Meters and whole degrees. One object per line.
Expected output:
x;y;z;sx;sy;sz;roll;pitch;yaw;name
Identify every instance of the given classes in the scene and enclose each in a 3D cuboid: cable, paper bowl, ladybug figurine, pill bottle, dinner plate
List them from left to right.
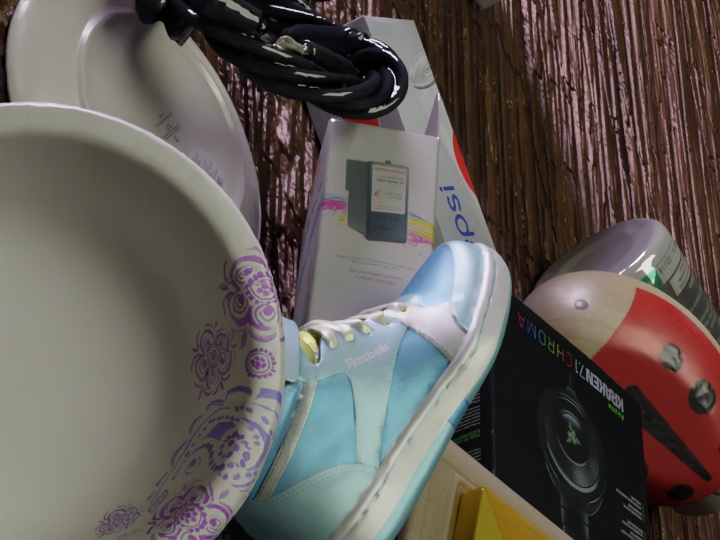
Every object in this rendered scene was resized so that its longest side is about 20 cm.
-0.134;0.042;0.733;0.104;0.199;0.202;131;-59;-74;paper bowl
-0.113;-0.076;0.987;0.200;0.024;0.202;37;42;-42;dinner plate
-0.048;-0.145;1.027;0.162;0.051;0.200;23;15;-10;cable
0.187;0.088;1.228;0.200;0.136;0.072;40;7;-14;ladybug figurine
0.220;0.072;1.324;0.201;0.113;0.113;56;31;-16;pill bottle

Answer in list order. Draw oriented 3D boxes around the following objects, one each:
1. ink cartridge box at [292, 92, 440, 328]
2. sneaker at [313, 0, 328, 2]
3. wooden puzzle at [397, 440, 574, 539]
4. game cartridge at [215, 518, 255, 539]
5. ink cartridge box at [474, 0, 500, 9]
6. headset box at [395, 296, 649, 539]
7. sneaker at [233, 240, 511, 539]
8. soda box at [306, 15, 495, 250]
0.000;0.000;1.013;0.067;0.118;0.201;10;49;-5;ink cartridge box
0.008;-0.278;1.200;0.093;0.070;0.200;43;77;-24;sneaker
0.083;0.192;0.889;0.185;0.037;0.201;40;39;-26;wooden puzzle
-0.063;0.153;0.817;0.132;0.041;0.201;4;59;-34;game cartridge
0.094;-0.308;1.357;0.200;0.145;0.085;38;40;-39;ink cartridge box
0.090;0.141;1.074;0.174;0.092;0.201;39;40;-38;headset box
-0.014;0.036;0.840;0.130;0.079;0.201;38;55;-12;sneaker
0.027;-0.058;1.156;0.068;0.063;0.202;-6;75;-59;soda box
